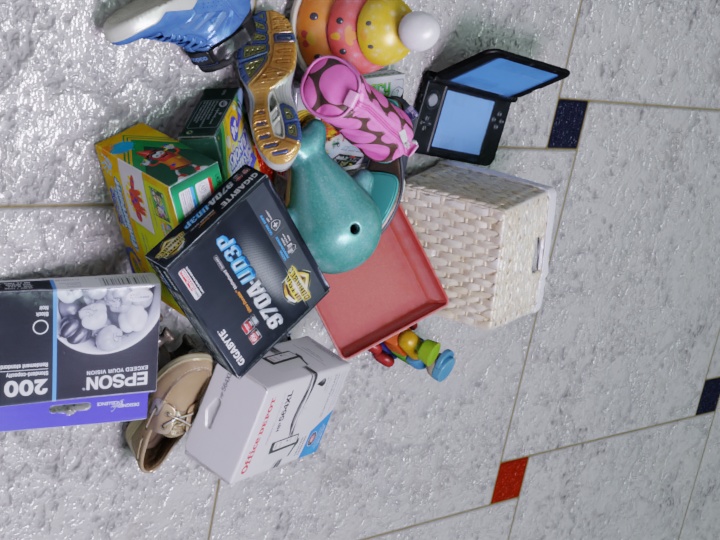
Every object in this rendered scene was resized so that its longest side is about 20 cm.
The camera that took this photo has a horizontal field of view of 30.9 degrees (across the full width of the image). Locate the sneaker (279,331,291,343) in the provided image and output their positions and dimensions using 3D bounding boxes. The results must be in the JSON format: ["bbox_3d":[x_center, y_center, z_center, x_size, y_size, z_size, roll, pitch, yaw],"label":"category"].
[{"bbox_3d":[-0.123,0.077,1.761,0.077,0.085,0.201,0,109,-45],"label":"sneaker"}]

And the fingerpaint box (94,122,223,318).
[{"bbox_3d":[-0.219,-0.054,1.537,0.073,0.167,0.201,-31,128,-28],"label":"fingerpaint box"}]

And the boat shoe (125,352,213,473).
[{"bbox_3d":[-0.233,0.180,1.641,0.071,0.065,0.200,4,137,-33],"label":"boat shoe"}]

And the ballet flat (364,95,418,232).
[{"bbox_3d":[0.040,-0.136,1.780,0.073,0.073,0.201,7,95,-47],"label":"ballet flat"}]

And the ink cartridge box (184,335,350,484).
[{"bbox_3d":[-0.118,0.178,1.684,0.200,0.084,0.146,-12,129,-59],"label":"ink cartridge box"}]

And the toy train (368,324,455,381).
[{"bbox_3d":[0.066,0.100,1.912,0.085,0.115,0.200,-57,156,-8],"label":"toy train"}]

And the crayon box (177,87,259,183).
[{"bbox_3d":[-0.164,-0.108,1.608,0.126,0.051,0.201,-74,159,-53],"label":"crayon box"}]

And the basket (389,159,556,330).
[{"bbox_3d":[0.156,-0.035,1.882,0.161,0.199,0.199,-26,127,-54],"label":"basket"}]

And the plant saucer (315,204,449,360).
[{"bbox_3d":[0.000,0.000,1.788,0.200,0.037,0.200,-26,89,-33],"label":"plant saucer"}]

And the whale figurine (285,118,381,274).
[{"bbox_3d":[-0.042,-0.092,1.684,0.159,0.104,0.201,-25,109,-23],"label":"whale figurine"}]

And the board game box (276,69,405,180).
[{"bbox_3d":[-0.025,-0.199,1.764,0.200,0.035,0.127,-15,119,-41],"label":"board game box"}]

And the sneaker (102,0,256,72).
[{"bbox_3d":[-0.201,-0.273,1.515,0.200,0.077,0.112,-36,122,-37],"label":"sneaker"}]

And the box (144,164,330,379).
[{"bbox_3d":[-0.135,0.003,1.489,0.159,0.046,0.200,-44,134,-18],"label":"box"}]

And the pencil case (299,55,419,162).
[{"bbox_3d":[0.002,-0.201,1.651,0.091,0.094,0.200,-50,154,8],"label":"pencil case"}]

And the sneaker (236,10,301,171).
[{"bbox_3d":[-0.114,-0.220,1.621,0.075,0.088,0.201,-2,78,-5],"label":"sneaker"}]

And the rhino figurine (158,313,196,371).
[{"bbox_3d":[-0.276,0.092,1.626,0.087,0.060,0.200,-38,136,5],"label":"rhino figurine"}]

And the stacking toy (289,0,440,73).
[{"bbox_3d":[0.021,-0.304,1.627,0.146,0.200,0.147,-7,100,-42],"label":"stacking toy"}]

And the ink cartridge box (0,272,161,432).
[{"bbox_3d":[-0.339,0.105,1.539,0.197,0.043,0.201,-4,114,-22],"label":"ink cartridge box"}]

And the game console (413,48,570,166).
[{"bbox_3d":[0.187,-0.234,1.903,0.200,0.116,0.177,5,105,-46],"label":"game console"}]
